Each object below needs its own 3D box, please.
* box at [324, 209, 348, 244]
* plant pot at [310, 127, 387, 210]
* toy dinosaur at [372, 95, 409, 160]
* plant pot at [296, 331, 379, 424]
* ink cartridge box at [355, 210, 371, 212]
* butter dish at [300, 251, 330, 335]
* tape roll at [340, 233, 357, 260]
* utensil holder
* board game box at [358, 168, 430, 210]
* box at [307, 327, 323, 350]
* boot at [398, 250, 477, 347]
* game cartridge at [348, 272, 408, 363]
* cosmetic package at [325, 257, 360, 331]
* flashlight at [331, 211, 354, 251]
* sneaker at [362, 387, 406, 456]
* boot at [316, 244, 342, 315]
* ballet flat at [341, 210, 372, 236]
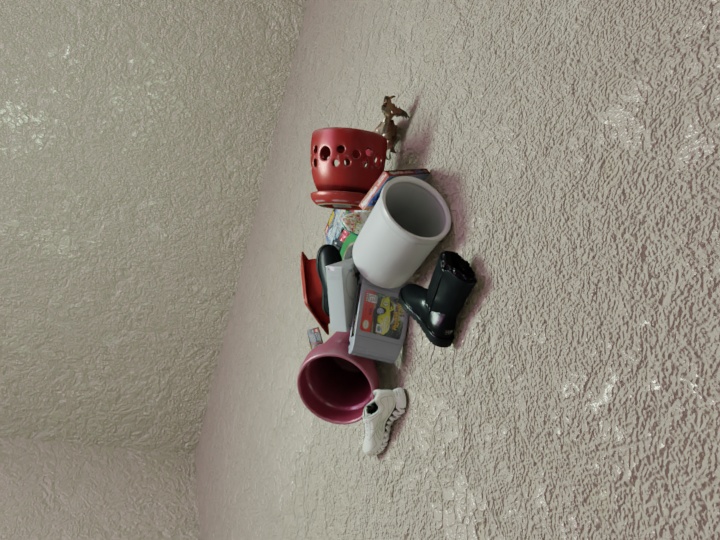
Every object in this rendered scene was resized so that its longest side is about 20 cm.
[{"bbox_3d":[-0.059,-0.160,2.001,0.138,0.039,0.202,-104,32,-47],"label":"box"},{"bbox_3d":[-0.032,-0.252,1.588,0.200,0.196,0.187,-179,91,-69],"label":"plant pot"},{"bbox_3d":[0.076,-0.390,1.717,0.200,0.084,0.138,161,130,-85],"label":"toy dinosaur"},{"bbox_3d":[-0.039,0.241,1.529,0.180,0.197,0.203,-61,-5,-61],"label":"plant pot"},{"bbox_3d":[0.042,-0.199,1.715,0.200,0.065,0.118,-134,58,-65],"label":"ink cartridge box"},{"bbox_3d":[-0.085,0.052,1.835,0.201,0.145,0.203,61,-166,-52],"label":"butter dish"},{"bbox_3d":[0.000,0.000,1.699,0.199,0.047,0.206,-8,80,61],"label":"tape roll"},{"bbox_3d":[0.087,-0.080,1.404,0.201,0.166,0.173,123,151,-50],"label":"utensil holder"},{"bbox_3d":[0.082,-0.189,1.440,0.019,0.199,0.103,47,120,17],"label":"board game box"},{"bbox_3d":[-0.108,0.283,1.789,0.202,0.039,0.139,-113,12,-50],"label":"box"},{"bbox_3d":[0.157,0.033,1.273,0.201,0.075,0.171,-124,45,-53],"label":"boot"},{"bbox_3d":[0.047,0.106,1.449,0.041,0.131,0.205,-23,55,61],"label":"game cartridge"},{"bbox_3d":[-0.008,0.049,1.510,0.051,0.199,0.155,3,102,30],"label":"cosmetic package"},{"bbox_3d":[-0.038,-0.133,1.883,0.068,0.067,0.202,43,121,26],"label":"flashlight"},{"bbox_3d":[0.036,0.346,1.436,0.076,0.079,0.203,-113,38,-53],"label":"sneaker"},{"bbox_3d":[-0.055,0.034,1.646,0.168,0.075,0.205,-172,78,-68],"label":"boot"},{"bbox_3d":[0.030,-0.115,1.550,0.064,0.198,0.076,-43,60,23],"label":"ballet flat"}]
